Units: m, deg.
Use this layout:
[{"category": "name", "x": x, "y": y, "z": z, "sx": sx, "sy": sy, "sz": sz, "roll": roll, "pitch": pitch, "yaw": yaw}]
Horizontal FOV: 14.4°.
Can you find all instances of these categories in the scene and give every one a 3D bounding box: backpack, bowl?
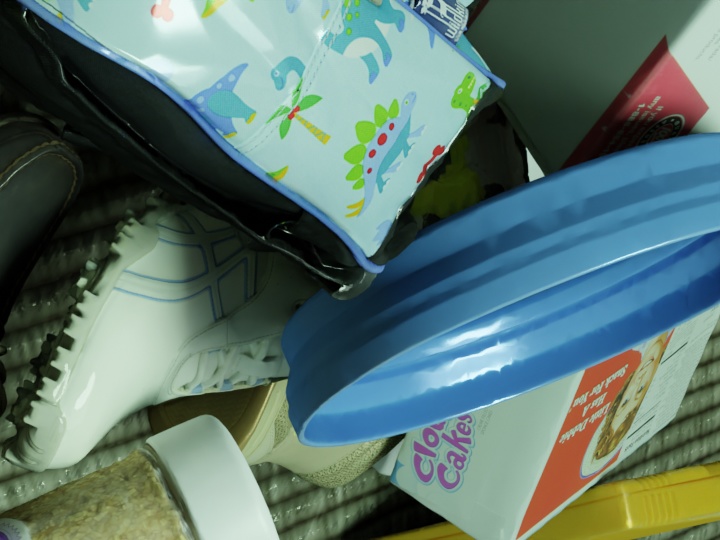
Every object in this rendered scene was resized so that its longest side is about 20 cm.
[{"category": "backpack", "x": -0.061, "y": -0.110, "z": 0.911, "sx": 0.147, "sy": 0.183, "sz": 0.200, "roll": -59, "pitch": 141, "yaw": -3}, {"category": "bowl", "x": 0.063, "y": 0.007, "z": 1.023, "sx": 0.199, "sy": 0.040, "sz": 0.201, "roll": -21, "pitch": 167, "yaw": -5}]

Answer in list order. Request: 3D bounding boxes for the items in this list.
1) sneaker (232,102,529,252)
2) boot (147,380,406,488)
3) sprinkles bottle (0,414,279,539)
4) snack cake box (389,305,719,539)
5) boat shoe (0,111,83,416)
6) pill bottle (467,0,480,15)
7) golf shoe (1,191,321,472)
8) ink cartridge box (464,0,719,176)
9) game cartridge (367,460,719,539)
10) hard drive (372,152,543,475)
[{"category": "sneaker", "x": 0.010, "y": -0.041, "z": 1.068, "sx": 0.200, "sy": 0.084, "sz": 0.075, "roll": -1, "pitch": 84, "yaw": -71}, {"category": "boot", "x": 0.000, "y": 0.000, "z": 1.216, "sx": 0.201, "sy": 0.073, "sz": 0.155, "roll": -64, "pitch": 154, "yaw": 2}, {"category": "sprinkles bottle", "x": -0.128, "y": 0.121, "z": 1.007, "sx": 0.199, "sy": 0.068, "sz": 0.068, "roll": -24, "pitch": 143, "yaw": -13}, {"category": "snack cake box", "x": 0.100, "y": 0.036, "z": 1.302, "sx": 0.200, "sy": 0.067, "sz": 0.116, "roll": -28, "pitch": 145, "yaw": -58}, {"category": "boat shoe", "x": -0.159, "y": 0.037, "z": 1.030, "sx": 0.200, "sy": 0.073, "sz": 0.074, "roll": -54, "pitch": 150, "yaw": 2}, {"category": "pill bottle", "x": 0.065, "y": -0.185, "z": 1.067, "sx": 0.116, "sy": 0.116, "sz": 0.201, "roll": -36, "pitch": 146, "yaw": -27}, {"category": "golf shoe", "x": -0.055, "y": 0.015, "z": 1.063, "sx": 0.200, "sy": 0.097, "sz": 0.078, "roll": -53, "pitch": 179, "yaw": -40}, {"category": "ink cartridge box", "x": 0.158, "y": -0.106, "z": 1.064, "sx": 0.199, "sy": 0.084, "sz": 0.145, "roll": -2, "pitch": 139, "yaw": -44}, {"category": "game cartridge", "x": 0.113, "y": 0.125, "z": 1.433, "sx": 0.176, "sy": 0.033, "sz": 0.199, "roll": -17, "pitch": 170, "yaw": 35}, {"category": "hard drive", "x": 0.080, "y": 0.001, "z": 1.370, "sx": 0.131, "sy": 0.026, "sz": 0.201, "roll": -9, "pitch": 129, "yaw": -50}]
